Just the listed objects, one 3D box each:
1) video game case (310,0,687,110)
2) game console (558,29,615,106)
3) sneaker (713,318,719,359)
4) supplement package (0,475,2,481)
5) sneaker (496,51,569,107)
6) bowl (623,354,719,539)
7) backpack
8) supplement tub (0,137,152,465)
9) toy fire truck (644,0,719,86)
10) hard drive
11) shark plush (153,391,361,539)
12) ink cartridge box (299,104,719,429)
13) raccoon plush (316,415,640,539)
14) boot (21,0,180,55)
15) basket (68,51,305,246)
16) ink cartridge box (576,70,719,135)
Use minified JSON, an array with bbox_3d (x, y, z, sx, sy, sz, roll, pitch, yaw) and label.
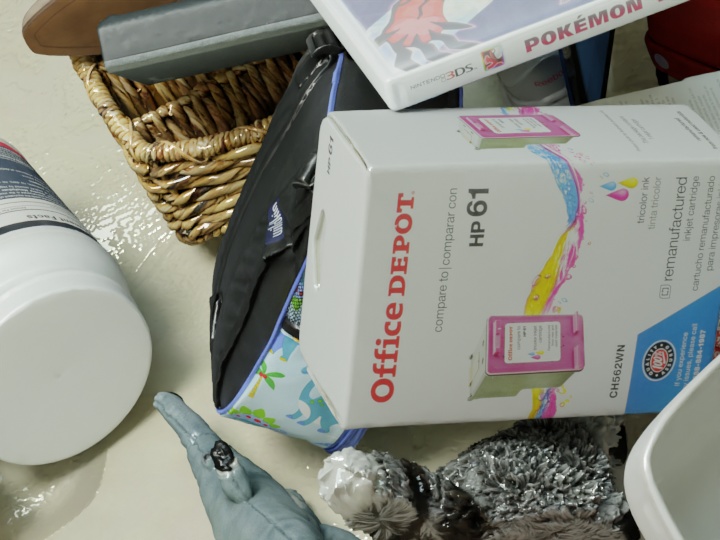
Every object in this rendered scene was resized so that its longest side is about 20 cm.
[{"bbox_3d":[0.067,-0.165,1.342,0.182,0.023,0.200,-21,34,-8],"label":"video game case"},{"bbox_3d":[0.168,-0.193,1.495,0.171,0.118,0.200,-37,22,29],"label":"game console"},{"bbox_3d":[0.204,0.061,1.343,0.201,0.067,0.108,9,51,29],"label":"sneaker"},{"bbox_3d":[-0.356,0.121,1.465,0.200,0.147,0.192,34,86,43],"label":"supplement package"},{"bbox_3d":[0.089,-0.178,1.602,0.078,0.100,0.200,-31,43,-5],"label":"sneaker"},{"bbox_3d":[0.227,0.118,1.206,0.200,0.200,0.075,-36,0,-29],"label":"bowl"},{"bbox_3d":[0.000,0.000,1.415,0.146,0.200,0.183,20,31,-13],"label":"backpack"},{"bbox_3d":[-0.225,0.013,1.540,0.140,0.141,0.200,-35,44,-9],"label":"supplement tub"},{"bbox_3d":[0.250,-0.194,1.466,0.176,0.200,0.129,-43,45,-17],"label":"toy fire truck"},{"bbox_3d":[-0.044,-0.147,1.468,0.199,0.033,0.140,-12,0,6],"label":"hard drive"},{"bbox_3d":[-0.055,0.122,1.396,0.091,0.083,0.200,-26,43,1],"label":"shark plush"},{"bbox_3d":[0.078,-0.003,1.276,0.199,0.145,0.085,-2,24,-15],"label":"ink cartridge box"},{"bbox_3d":[0.071,0.087,1.310,0.097,0.200,0.134,-37,38,29],"label":"raccoon plush"},{"bbox_3d":[-0.125,-0.223,1.571,0.199,0.070,0.147,-18,54,2],"label":"boot"},{"bbox_3d":[-0.068,-0.130,1.577,0.199,0.149,0.143,-28,28,-3],"label":"basket"},{"bbox_3d":[0.227,-0.060,1.413,0.199,0.050,0.109,-13,54,-6],"label":"ink cartridge box"}]
